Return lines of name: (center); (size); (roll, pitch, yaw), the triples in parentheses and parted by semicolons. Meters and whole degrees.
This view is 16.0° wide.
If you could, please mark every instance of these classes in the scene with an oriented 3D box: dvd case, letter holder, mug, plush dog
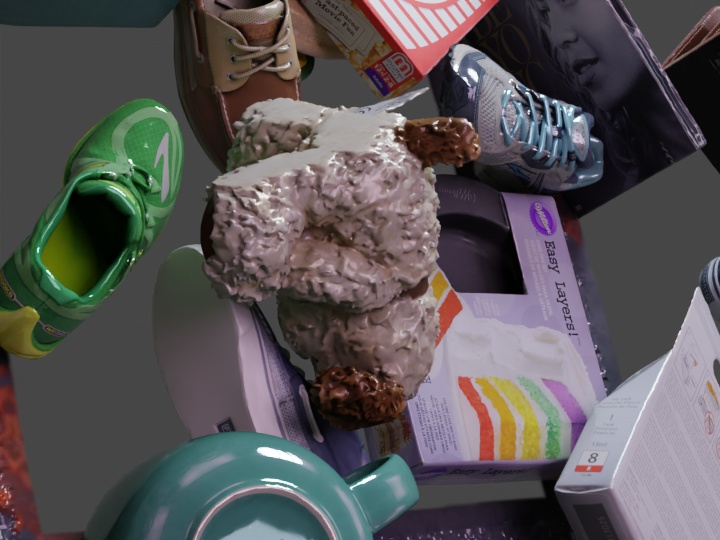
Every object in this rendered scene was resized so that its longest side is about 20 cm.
dvd case: (0.138, -0.145, 1.736); (0.016, 0.149, 0.201); (-31, 89, -33)
letter holder: (0.338, -0.118, 1.933); (0.200, 0.100, 0.142); (51, 43, -7)
mug: (-0.060, 0.150, 1.380); (0.152, 0.114, 0.186); (32, 72, -12)
plush dog: (0.000, 0.000, 1.486); (0.200, 0.159, 0.173); (-79, 162, -67)

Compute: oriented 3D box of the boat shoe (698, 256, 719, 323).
boat shoe: (0.348, 0.026, 1.869); (0.199, 0.091, 0.071); (18, 56, -34)

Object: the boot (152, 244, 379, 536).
boot: (-0.055, 0.078, 1.511); (0.090, 0.073, 0.201); (-13, 84, -52)

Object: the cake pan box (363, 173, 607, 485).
cake pan box: (0.069, 0.038, 1.647); (0.184, 0.052, 0.201); (5, 64, -42)

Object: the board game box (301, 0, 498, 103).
board game box: (0.001, -0.228, 1.663); (0.200, 0.046, 0.152); (50, 45, -8)

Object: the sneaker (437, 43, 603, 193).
sneaker: (0.108, -0.097, 1.663); (0.200, 0.086, 0.078); (24, 73, -68)

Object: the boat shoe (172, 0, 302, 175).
boat shoe: (-0.077, -0.146, 1.572); (0.075, 0.074, 0.201); (-19, 95, -20)

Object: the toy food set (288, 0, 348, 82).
toy food set: (-0.049, -0.226, 1.687); (0.200, 0.049, 0.198); (55, 44, -4)

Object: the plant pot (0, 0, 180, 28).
plant pot: (-0.197, -0.228, 1.495); (0.199, 0.141, 0.142); (-8, 73, -34)

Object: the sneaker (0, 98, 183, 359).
sneaker: (-0.144, -0.029, 1.469); (0.074, 0.083, 0.200); (42, 46, -15)

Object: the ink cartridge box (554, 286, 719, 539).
ink cartridge box: (0.202, 0.134, 1.677); (0.163, 0.050, 0.200); (63, 35, -29)
